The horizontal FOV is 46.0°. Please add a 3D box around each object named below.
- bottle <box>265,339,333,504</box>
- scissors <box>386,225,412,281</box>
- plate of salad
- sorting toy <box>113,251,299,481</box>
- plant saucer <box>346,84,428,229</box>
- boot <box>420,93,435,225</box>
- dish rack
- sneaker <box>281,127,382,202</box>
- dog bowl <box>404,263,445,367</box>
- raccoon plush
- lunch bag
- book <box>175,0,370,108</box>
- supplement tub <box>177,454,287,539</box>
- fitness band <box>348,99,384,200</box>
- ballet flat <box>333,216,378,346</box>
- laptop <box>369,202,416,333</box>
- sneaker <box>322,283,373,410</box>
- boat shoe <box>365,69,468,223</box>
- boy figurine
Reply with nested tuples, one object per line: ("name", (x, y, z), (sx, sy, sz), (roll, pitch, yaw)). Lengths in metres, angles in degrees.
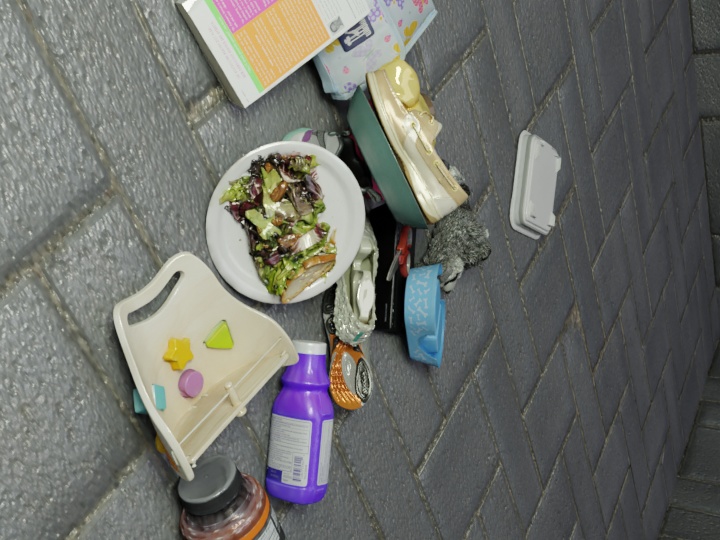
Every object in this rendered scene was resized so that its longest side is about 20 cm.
("bottle", (-0.076, 0.193, 1.099), (0.065, 0.082, 0.204), (6, 88, -55))
("scissors", (0.050, -0.025, 1.128), (0.200, 0.014, 0.075), (-10, 105, -78))
("plate of salad", (-0.084, -0.051, 1.007), (0.196, 0.048, 0.204), (-7, 112, -17))
("sorting toy", (-0.187, 0.085, 0.917), (0.200, 0.105, 0.182), (-46, 123, -42))
("plant saucer", (0.028, -0.136, 1.080), (0.200, 0.035, 0.203), (-90, 154, -80))
("boot", (0.073, -0.154, 1.255), (0.075, 0.073, 0.203), (-23, 121, -23))
("dish rack", (0.367, -0.174, 1.747), (0.171, 0.043, 0.204), (15, 81, -55))
("sneaker", (-0.028, -0.080, 1.084), (0.077, 0.138, 0.204), (-33, 120, -49))
("dog bowl", (0.101, 0.071, 1.325), (0.201, 0.049, 0.113), (79, 18, -54))
("raccoon plush", (0.127, -0.064, 1.400), (0.133, 0.096, 0.203), (-12, 74, -43))
("lunch bag", (-0.004, -0.346, 1.109), (0.201, 0.126, 0.171), (-53, 134, -26))
("book", (-0.095, -0.301, 0.969), (0.199, 0.048, 0.135), (-39, 124, -13))
("supplement tub", (-0.145, 0.313, 0.991), (0.107, 0.105, 0.203), (-48, 130, -42))
("fitness band", (0.047, -0.191, 1.277), (0.200, 0.037, 0.146), (-42, 127, -44))
("ballet flat", (0.000, 0.000, 1.154), (0.071, 0.071, 0.204), (27, 56, -54))
("laptop", (0.062, 0.001, 1.254), (0.199, 0.102, 0.181), (12, 81, -54))
("sneaker", (-0.017, 0.100, 1.203), (0.092, 0.074, 0.204), (89, 3, -73))
("boat shoe", (0.071, -0.162, 1.049), (0.202, 0.068, 0.074), (63, 5, -10))
("boy figurine", (0.070, -0.186, 1.131), (0.201, 0.063, 0.126), (59, 21, -43))
